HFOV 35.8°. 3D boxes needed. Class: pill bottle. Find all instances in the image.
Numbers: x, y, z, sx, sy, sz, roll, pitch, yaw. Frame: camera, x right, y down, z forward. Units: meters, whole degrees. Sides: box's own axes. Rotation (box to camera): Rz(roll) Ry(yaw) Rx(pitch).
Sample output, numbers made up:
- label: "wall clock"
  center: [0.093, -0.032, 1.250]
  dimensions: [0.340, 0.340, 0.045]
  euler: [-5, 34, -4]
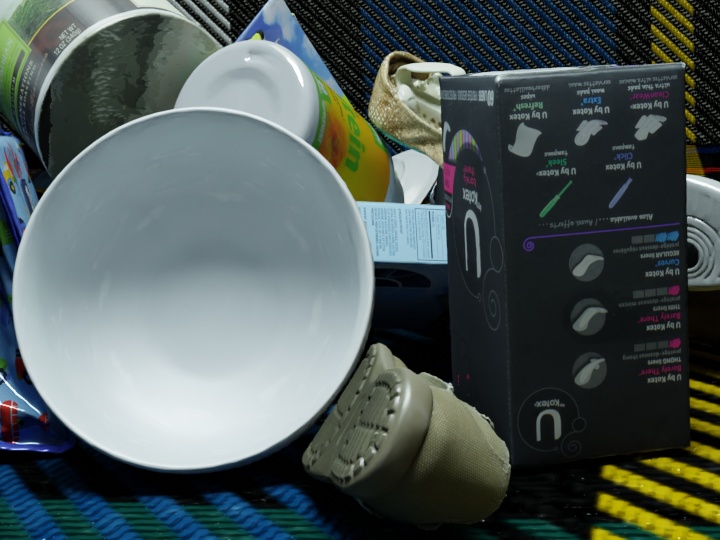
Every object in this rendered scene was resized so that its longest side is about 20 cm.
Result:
- label: "pill bottle"
  center: [-0.041, -0.075, 0.808]
  dimensions: [0.109, 0.113, 0.200]
  euler: [1, -14, 25]

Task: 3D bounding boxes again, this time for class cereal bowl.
- label: "cereal bowl"
  center: [-0.089, 0.015, 0.633]
  dimensions: [0.196, 0.204, 0.083]
  euler: [-4, -11, 1]

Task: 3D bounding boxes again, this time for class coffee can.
- label: "coffee can"
  center: [-0.206, -0.160, 0.816]
  dimensions: [0.145, 0.148, 0.200]
  euler: [-11, 40, -37]

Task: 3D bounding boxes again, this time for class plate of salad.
- label: "plate of salad"
  center: [0.000, -0.041, 1.040]
  dimensions: [0.199, 0.048, 0.201]
  euler: [-35, 21, 16]

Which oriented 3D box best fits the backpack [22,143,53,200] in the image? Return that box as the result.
- label: "backpack"
  center: [-0.190, -0.029, 0.882]
  dimensions: [0.198, 0.136, 0.182]
  euler: [26, 45, 27]

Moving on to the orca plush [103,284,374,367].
- label: "orca plush"
  center: [-0.084, 0.048, 0.731]
  dimensions: [0.198, 0.072, 0.104]
  euler: [21, -25, -36]

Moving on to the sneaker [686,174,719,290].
- label: "sneaker"
  center: [0.206, -0.038, 0.760]
  dimensions: [0.198, 0.074, 0.111]
  euler: [8, 18, 42]

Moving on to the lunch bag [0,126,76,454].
- label: "lunch bag"
  center: [-0.231, 0.000, 0.703]
  dimensions: [0.092, 0.204, 0.151]
  euler: [-6, 10, -9]

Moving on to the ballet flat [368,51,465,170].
- label: "ballet flat"
  center: [0.072, -0.101, 0.766]
  dimensions: [0.070, 0.066, 0.199]
  euler: [-23, 40, -34]

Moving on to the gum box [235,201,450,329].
- label: "gum box"
  center: [0.000, 0.000, 0.787]
  dimensions: [0.196, 0.045, 0.170]
  euler: [2, -18, -12]

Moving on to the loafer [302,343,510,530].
- label: "loafer"
  center: [0.019, 0.084, 0.523]
  dimensions: [0.067, 0.077, 0.200]
  euler: [33, -1, -4]

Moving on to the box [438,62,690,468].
- label: "box"
  center: [0.109, -0.009, 0.619]
  dimensions: [0.104, 0.204, 0.122]
  euler: [-5, 9, -9]

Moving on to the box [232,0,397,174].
- label: "box"
  center: [-0.057, -0.111, 0.923]
  dimensions: [0.047, 0.201, 0.123]
  euler: [0, 47, 44]

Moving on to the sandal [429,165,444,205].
- label: "sandal"
  center: [0.084, -0.056, 0.917]
  dimensions: [0.075, 0.203, 0.043]
  euler: [18, -1, -29]

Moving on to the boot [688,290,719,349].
- label: "boot"
  center: [0.172, 0.041, 0.736]
  dimensions: [0.197, 0.065, 0.186]
  euler: [-10, 10, -16]
